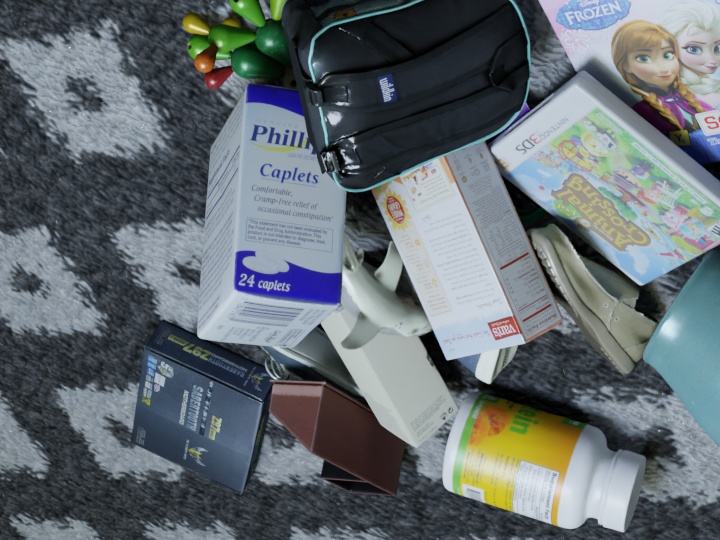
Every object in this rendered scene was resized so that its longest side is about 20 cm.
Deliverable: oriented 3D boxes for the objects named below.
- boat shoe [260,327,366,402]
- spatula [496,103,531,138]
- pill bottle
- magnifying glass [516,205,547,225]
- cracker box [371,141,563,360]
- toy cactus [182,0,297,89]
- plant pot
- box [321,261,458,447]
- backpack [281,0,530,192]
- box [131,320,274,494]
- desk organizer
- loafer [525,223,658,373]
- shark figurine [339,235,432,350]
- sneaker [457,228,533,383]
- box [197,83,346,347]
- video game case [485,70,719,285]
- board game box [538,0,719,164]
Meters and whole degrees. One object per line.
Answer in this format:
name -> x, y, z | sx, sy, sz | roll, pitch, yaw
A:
boat shoe -> -0.068, 0.086, 1.927 | 0.199, 0.075, 0.062 | 29, 136, -18
spatula -> 0.181, -0.101, 1.620 | 0.200, 0.021, 0.056 | 42, 144, -15
pill bottle -> 0.196, 0.208, 1.860 | 0.198, 0.111, 0.112 | 16, 138, 16
magnifying glass -> 0.109, -0.061, 1.710 | 0.080, 0.022, 0.199 | 46, 136, -18
cracker box -> 0.096, -0.023, 1.650 | 0.134, 0.057, 0.202 | -16, 98, 58
toy cactus -> -0.068, -0.196, 1.633 | 0.198, 0.103, 0.165 | -16, 133, 29
plant pot -> 0.365, 0.076, 1.574 | 0.187, 0.200, 0.201 | 36, 142, 14
box -> 0.023, 0.086, 1.853 | 0.082, 0.068, 0.201 | 28, 152, 53
backpack -> 0.041, -0.184, 1.507 | 0.198, 0.154, 0.177 | -17, 125, -4
box -> -0.189, 0.167, 2.099 | 0.156, 0.051, 0.201 | 24, 139, 6
desk organizer -> -0.026, 0.186, 1.933 | 0.071, 0.078, 0.200 | 0, 160, 31
loafer -> 0.221, 0.016, 1.672 | 0.200, 0.068, 0.076 | 50, 175, -39
shark figurine -> -0.016, -0.009, 1.728 | 0.089, 0.128, 0.216 | 2, 122, 55
sneaker -> 0.124, 0.025, 1.750 | 0.084, 0.075, 0.201 | 33, 135, 17
box -> -0.083, -0.046, 1.651 | 0.104, 0.202, 0.184 | 7, 164, -15
video game case -> 0.225, -0.076, 1.562 | 0.199, 0.022, 0.182 | 38, 153, -9
board game box -> 0.277, -0.180, 1.465 | 0.199, 0.041, 0.200 | -9, 126, 38
